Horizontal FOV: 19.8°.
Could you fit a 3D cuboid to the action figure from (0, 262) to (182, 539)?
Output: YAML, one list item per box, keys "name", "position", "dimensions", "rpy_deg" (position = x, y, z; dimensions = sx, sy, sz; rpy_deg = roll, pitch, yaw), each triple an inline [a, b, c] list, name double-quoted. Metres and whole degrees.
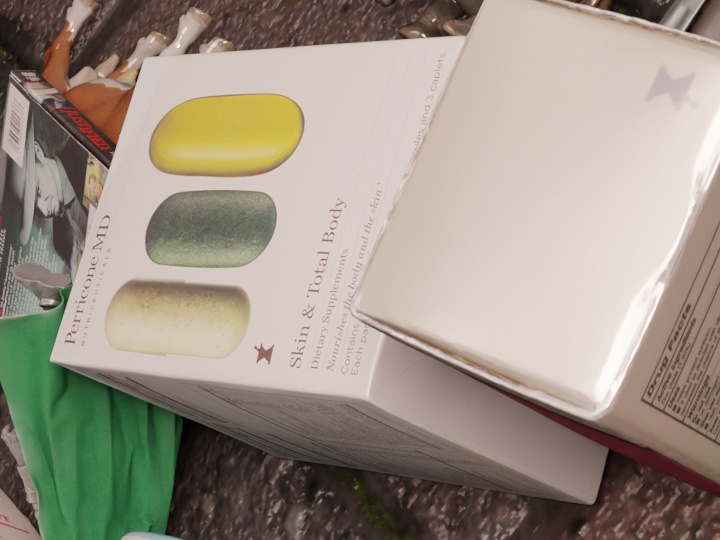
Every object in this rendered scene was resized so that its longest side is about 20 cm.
- name: "action figure"
  position: [-0.128, 0.083, 0.988]
  dimensions: [0.055, 0.118, 0.200]
  rpy_deg: [34, 133, 44]

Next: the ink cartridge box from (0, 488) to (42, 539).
- name: "ink cartridge box"
  position: [-0.205, 0.166, 1.035]
  dimensions: [0.067, 0.117, 0.200]
  rpy_deg: [-56, 42, 7]

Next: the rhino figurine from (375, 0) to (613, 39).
- name: "rhino figurine"
  position: [0.047, -0.148, 0.991]
  dimensions: [0.087, 0.060, 0.200]
  rpy_deg: [-42, 41, -7]

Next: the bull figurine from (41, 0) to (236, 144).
- name: "bull figurine"
  position: [-0.123, -0.081, 1.124]
  dimensions: [0.200, 0.065, 0.122]
  rpy_deg: [16, 78, 45]

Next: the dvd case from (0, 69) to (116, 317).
- name: "dvd case"
  position: [-0.143, 0.000, 1.079]
  dimensions: [0.200, 0.022, 0.146]
  rpy_deg: [39, 126, 44]

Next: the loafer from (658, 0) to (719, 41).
- name: "loafer"
  position: [0.185, -0.124, 0.851]
  dimensions: [0.063, 0.072, 0.200]
  rpy_deg: [43, 109, 27]

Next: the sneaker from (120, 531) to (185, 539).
- name: "sneaker"
  position: [-0.061, 0.195, 0.909]
  dimensions: [0.200, 0.079, 0.131]
  rpy_deg: [12, 77, 48]

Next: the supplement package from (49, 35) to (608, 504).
- name: "supplement package"
  position: [0.000, 0.000, 0.894]
  dimensions: [0.200, 0.151, 0.152]
  rpy_deg: [3, 72, 46]

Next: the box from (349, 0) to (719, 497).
- name: "box"
  position: [0.108, 0.001, 0.740]
  dimensions: [0.109, 0.200, 0.128]
  rpy_deg: [22, 86, 36]
